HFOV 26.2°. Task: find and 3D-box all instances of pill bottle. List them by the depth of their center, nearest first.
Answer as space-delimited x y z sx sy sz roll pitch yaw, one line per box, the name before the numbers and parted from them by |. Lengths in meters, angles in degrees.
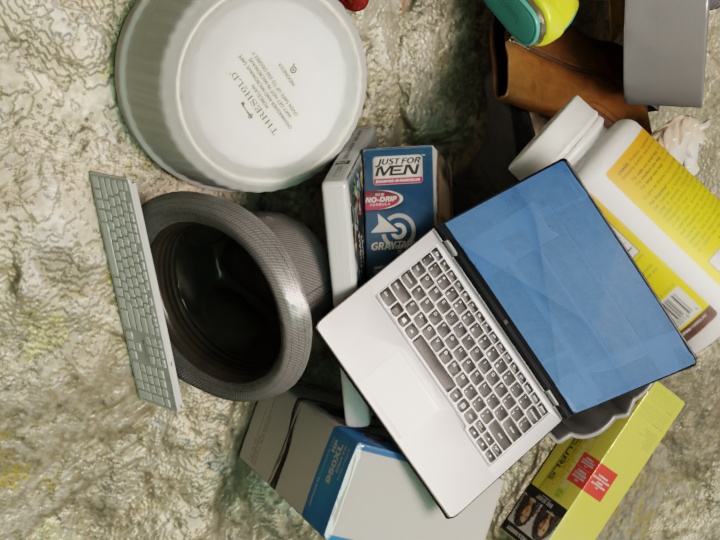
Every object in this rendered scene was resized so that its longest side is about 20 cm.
pill bottle | 0.211 -0.038 1.182 0.200 0.109 0.109 43 84 0

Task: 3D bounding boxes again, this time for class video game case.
video game case | 0.000 0.000 1.268 0.023 0.182 0.202 -2 108 8

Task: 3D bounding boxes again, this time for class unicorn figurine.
unicorn figurine | 0.220 -0.058 1.265 0.198 0.074 0.139 -3 89 -18

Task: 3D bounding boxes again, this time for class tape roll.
tape roll | 0.255 -0.236 1.271 0.066 0.200 0.202 4 106 12

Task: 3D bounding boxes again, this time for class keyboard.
keyboard | -0.182 0.018 1.251 0.011 0.056 0.202 -28 116 -42

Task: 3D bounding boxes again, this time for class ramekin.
ramekin | -0.086 -0.154 1.225 0.201 0.094 0.204 -7 107 -23

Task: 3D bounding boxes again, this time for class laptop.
laptop | 0.107 0.055 1.155 0.200 0.116 0.188 -38 100 -18

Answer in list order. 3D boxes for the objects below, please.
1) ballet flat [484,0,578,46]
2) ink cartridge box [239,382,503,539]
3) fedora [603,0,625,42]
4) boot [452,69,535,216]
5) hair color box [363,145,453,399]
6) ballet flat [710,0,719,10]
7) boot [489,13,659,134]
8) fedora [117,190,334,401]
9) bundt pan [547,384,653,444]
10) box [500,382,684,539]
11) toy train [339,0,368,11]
ballet flat | 0.103 -0.267 1.264 0.067 0.067 0.200 -35 77 -25
ink cartridge box | 0.004 0.166 1.296 0.144 0.200 0.085 17 94 -27
fedora | 0.189 -0.291 1.296 0.081 0.201 0.203 4 106 12
boot | 0.089 -0.075 1.334 0.130 0.070 0.202 -11 71 14
hair color box | 0.042 0.006 1.259 0.060 0.100 0.202 -3 84 11
ballet flat | 0.362 -0.303 1.415 0.200 0.072 0.072 -38 116 -10
boot | 0.190 -0.127 1.316 0.199 0.068 0.190 18 70 -44
fedora | -0.094 0.011 1.238 0.090 0.199 0.178 -28 110 -43
bundt pan | 0.183 0.050 1.414 0.200 0.076 0.204 -6 106 -23
box | 0.220 0.187 1.471 0.050 0.075 0.201 36 89 -28
toy train | 0.027 -0.279 1.185 0.085 0.200 0.116 -45 110 -22
